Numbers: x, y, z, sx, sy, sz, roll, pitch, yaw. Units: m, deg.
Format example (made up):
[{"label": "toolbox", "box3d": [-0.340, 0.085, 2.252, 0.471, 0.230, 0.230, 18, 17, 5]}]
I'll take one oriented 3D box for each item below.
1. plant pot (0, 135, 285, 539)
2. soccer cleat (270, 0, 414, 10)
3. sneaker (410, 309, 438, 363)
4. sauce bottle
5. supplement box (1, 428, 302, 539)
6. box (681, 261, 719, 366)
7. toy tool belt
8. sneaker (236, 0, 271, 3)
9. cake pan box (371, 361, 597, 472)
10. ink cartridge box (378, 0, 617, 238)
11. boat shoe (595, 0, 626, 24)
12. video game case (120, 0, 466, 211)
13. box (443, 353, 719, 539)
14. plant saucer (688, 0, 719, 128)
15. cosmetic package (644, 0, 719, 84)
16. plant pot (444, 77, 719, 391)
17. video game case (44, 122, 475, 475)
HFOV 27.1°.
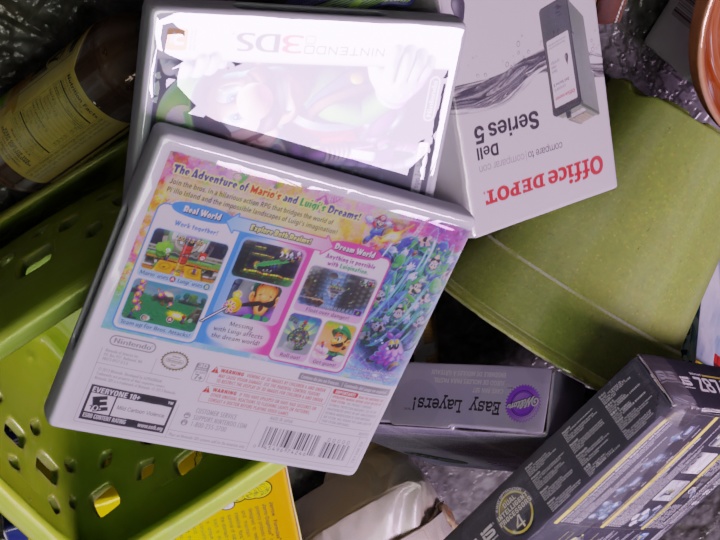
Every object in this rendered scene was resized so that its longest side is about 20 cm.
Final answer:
[{"label": "plant pot", "box3d": [-0.163, 0.044, 0.968, 0.199, 0.182, 0.200, -32, 127, 3]}, {"label": "soccer cleat", "box3d": [-0.043, -0.115, 0.883, 0.084, 0.065, 0.200, 35, 125, -11]}, {"label": "sneaker", "box3d": [0.000, 0.000, 1.076, 0.087, 0.076, 0.200, -16, 122, 8]}, {"label": "sauce bottle", "box3d": [-0.151, -0.113, 0.893, 0.200, 0.065, 0.065, -27, 132, 35]}, {"label": "supplement box", "box3d": [-0.156, 0.164, 1.093, 0.199, 0.109, 0.110, -16, 126, -10]}, {"label": "box", "box3d": [0.292, 0.055, 1.143, 0.136, 0.200, 0.038, 24, 155, -31]}, {"label": "toy tool belt", "box3d": [-0.012, 0.237, 1.185, 0.200, 0.125, 0.123, -34, 118, 5]}, {"label": "sneaker", "box3d": [-0.015, -0.143, 0.977, 0.099, 0.071, 0.200, -37, 139, 28]}, {"label": "cake pan box", "box3d": [0.094, 0.110, 1.076, 0.184, 0.200, 0.052, 24, 70, -52]}, {"label": "ink cartridge box", "box3d": [0.075, -0.131, 0.925, 0.145, 0.084, 0.201, -19, 105, -40]}, {"label": "boat shoe", "box3d": [0.177, -0.235, 0.934, 0.070, 0.071, 0.200, 3, 140, 0]}, {"label": "video game case", "box3d": [-0.042, -0.050, 0.835, 0.181, 0.023, 0.200, -1, 117, -23]}, {"label": "box", "box3d": [0.173, 0.143, 1.002, 0.161, 0.049, 0.200, 9, 130, -48]}, {"label": "plant saucer", "box3d": [0.310, -0.171, 0.999, 0.200, 0.032, 0.201, -9, 122, -14]}, {"label": "cosmetic package", "box3d": [0.317, -0.158, 1.074, 0.200, 0.071, 0.102, 18, 114, -29]}, {"label": "plant pot", "box3d": [0.181, -0.026, 1.056, 0.200, 0.200, 0.190, 27, 98, -31]}, {"label": "video game case", "box3d": [-0.055, 0.024, 0.842, 0.200, 0.024, 0.182, 14, 112, -29]}]
